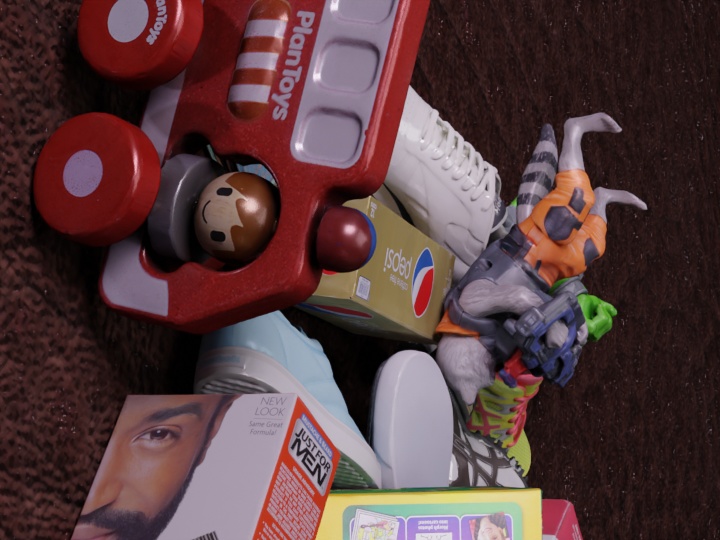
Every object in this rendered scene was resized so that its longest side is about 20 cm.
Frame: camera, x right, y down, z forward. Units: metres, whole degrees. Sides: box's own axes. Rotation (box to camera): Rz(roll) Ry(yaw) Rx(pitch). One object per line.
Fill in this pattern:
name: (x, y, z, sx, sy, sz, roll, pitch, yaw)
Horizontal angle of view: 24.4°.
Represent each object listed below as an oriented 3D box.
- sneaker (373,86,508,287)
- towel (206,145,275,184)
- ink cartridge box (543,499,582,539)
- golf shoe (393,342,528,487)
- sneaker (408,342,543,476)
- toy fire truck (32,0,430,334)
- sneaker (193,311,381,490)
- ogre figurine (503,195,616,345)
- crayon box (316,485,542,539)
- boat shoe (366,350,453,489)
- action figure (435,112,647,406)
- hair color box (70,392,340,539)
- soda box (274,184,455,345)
sneaker: (0.052, -0.068, 1.143, 0.200, 0.080, 0.077, 58, 41, -37)
towel: (-0.039, -0.100, 1.069, 0.200, 0.022, 0.147, -59, 138, -48)
ink cartridge box: (0.113, 0.291, 1.259, 0.200, 0.085, 0.148, -52, 133, -50)
golf shoe: (0.059, 0.146, 1.195, 0.095, 0.077, 0.200, -56, 129, -34)
sneaker: (0.102, 0.091, 1.251, 0.201, 0.090, 0.078, 65, 34, -37)
toy fire truck: (-0.060, -0.066, 0.849, 0.112, 0.167, 0.201, 25, 78, -60)
sneaker: (-0.034, 0.077, 1.007, 0.200, 0.074, 0.082, 59, 31, -51)
ogre figurine: (0.140, 0.003, 1.298, 0.120, 0.098, 0.200, 52, 20, 1)
crayon box: (0.011, 0.188, 0.979, 0.199, 0.058, 0.119, 3, 84, -24)
boat shoe: (0.023, 0.146, 1.101, 0.069, 0.056, 0.201, -25, 118, -47)
action figure: (0.115, 0.007, 1.125, 0.194, 0.104, 0.200, -53, 163, -12)
hair color box: (-0.093, 0.161, 0.839, 0.064, 0.110, 0.201, 59, 38, -43)
soda box: (0.000, 0.000, 1.046, 0.200, 0.067, 0.064, 31, 67, -69)
